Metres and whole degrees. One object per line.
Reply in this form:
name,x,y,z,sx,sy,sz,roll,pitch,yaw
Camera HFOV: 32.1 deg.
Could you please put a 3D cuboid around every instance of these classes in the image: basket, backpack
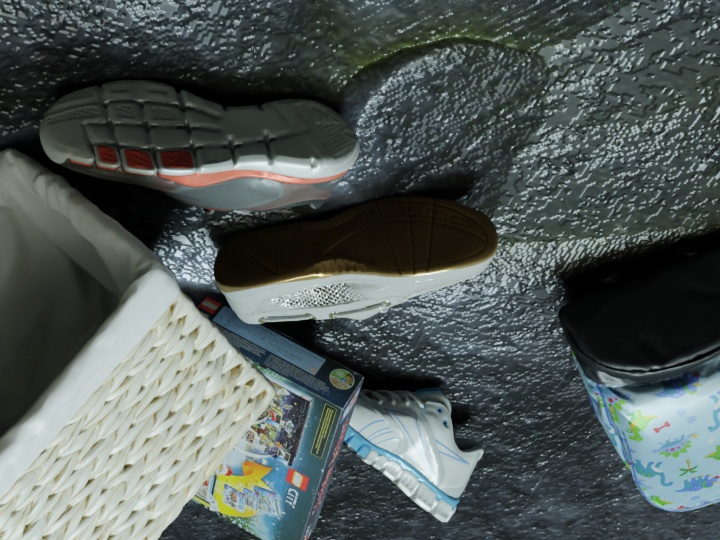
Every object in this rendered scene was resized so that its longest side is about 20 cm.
basket,-0.195,0.067,0.783,0.200,0.198,0.161,-51,139,-8
backpack,0.253,0.095,0.986,0.162,0.155,0.200,-18,149,0

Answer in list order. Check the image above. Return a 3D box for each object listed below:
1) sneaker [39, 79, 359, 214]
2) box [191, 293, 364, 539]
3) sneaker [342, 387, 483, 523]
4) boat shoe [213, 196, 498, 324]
sneaker,-0.103,-0.063,0.794,0.198,0.078,0.082,5,142,-14
box,-0.084,0.125,0.971,0.136,0.038,0.201,27,135,10
sneaker,0.025,0.121,1.024,0.200,0.075,0.087,40,86,-31
boat shoe,0.000,0.000,0.883,0.198,0.071,0.070,-6,139,9
